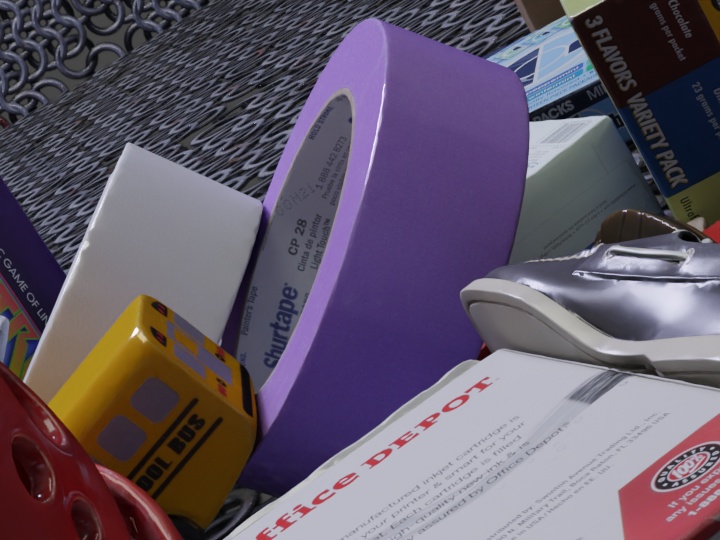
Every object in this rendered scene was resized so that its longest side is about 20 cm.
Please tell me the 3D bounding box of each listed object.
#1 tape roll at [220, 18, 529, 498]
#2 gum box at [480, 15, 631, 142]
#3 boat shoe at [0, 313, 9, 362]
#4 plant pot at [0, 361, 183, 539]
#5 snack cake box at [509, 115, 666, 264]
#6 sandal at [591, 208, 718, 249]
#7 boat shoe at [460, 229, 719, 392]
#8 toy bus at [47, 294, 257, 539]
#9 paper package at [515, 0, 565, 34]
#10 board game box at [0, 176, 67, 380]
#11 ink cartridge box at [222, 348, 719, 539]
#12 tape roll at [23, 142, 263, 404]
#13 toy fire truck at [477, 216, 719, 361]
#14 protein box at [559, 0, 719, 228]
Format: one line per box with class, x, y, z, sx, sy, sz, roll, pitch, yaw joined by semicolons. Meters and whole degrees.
tape roll;0.000;0.000;0.868;0.200;0.065;0.201;-161;90;-76
gum box;0.146;-0.121;1.244;0.169;0.045;0.200;-27;16;16
boat shoe;-0.217;0.107;0.961;0.070;0.066;0.201;115;167;-76
plant pot;-0.159;0.117;0.674;0.199;0.182;0.202;-15;59;27
snack cake box;0.050;-0.017;1.043;0.115;0.067;0.200;-37;16;-18
sandal;0.141;0.033;0.697;0.054;0.082;0.200;9;6;-33
boat shoe;0.104;0.021;0.672;0.063;0.073;0.200;-41;22;-18
toy bus;-0.119;0.113;0.819;0.200;0.078;0.065;-50;15;9
paper package;0.166;-0.277;1.414;0.190;0.201;0.104;-25;16;19
board game box;-0.211;0.048;1.075;0.056;0.201;0.165;-23;17;36
ink cartridge box;0.049;0.102;0.612;0.146;0.083;0.200;-35;15;-17
tape roll;-0.115;0.048;0.944;0.202;0.070;0.204;-157;90;-82
toy fire truck;0.138;0.004;0.834;0.200;0.049;0.141;-37;15;-22
protein box;0.205;-0.123;0.951;0.199;0.135;0.199;-29;14;9
